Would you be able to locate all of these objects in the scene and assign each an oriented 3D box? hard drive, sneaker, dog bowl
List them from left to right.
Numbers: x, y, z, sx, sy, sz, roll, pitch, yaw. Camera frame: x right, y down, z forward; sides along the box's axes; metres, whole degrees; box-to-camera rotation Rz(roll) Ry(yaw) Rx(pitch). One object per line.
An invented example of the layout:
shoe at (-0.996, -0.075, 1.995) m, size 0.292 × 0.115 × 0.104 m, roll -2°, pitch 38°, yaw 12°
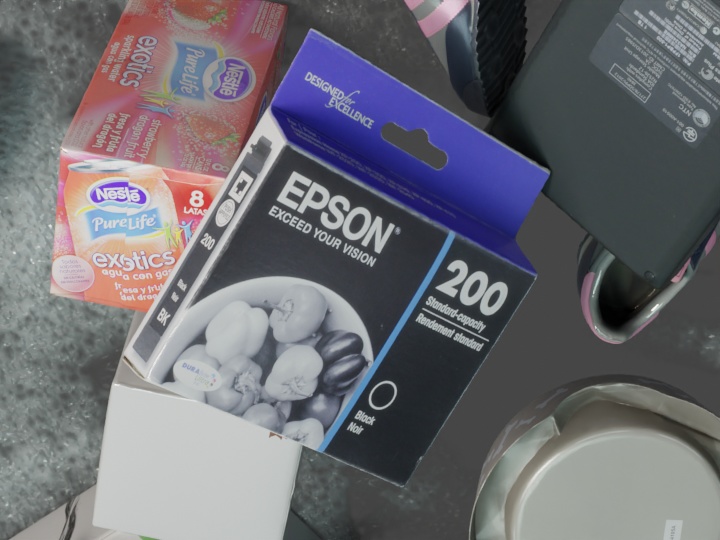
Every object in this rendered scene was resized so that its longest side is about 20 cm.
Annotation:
sneaker at (0.041, -0.177, 1.216) m, size 0.082 × 0.070 × 0.200 m, roll 8°, pitch 131°, yaw 30°
dog bowl at (0.167, 0.158, 1.404) m, size 0.200 × 0.059 × 0.200 m, roll -2°, pitch 113°, yaw -4°
hard drive at (0.162, -0.099, 1.166) m, size 0.140 × 0.033 × 0.200 m, roll 42°, pitch 134°, yaw 12°
sneaker at (0.196, -0.037, 1.266) m, size 0.070 × 0.082 × 0.200 m, roll 24°, pitch 124°, yaw -9°

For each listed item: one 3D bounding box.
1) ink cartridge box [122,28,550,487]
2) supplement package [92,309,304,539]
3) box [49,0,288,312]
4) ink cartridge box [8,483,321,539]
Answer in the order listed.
ink cartridge box at (0.000, 0.000, 1.148) m, size 0.198 × 0.043 × 0.200 m, roll 26°, pitch 96°, yaw -39°
supplement package at (-0.084, 0.061, 1.306) m, size 0.117 × 0.200 × 0.117 m, roll 12°, pitch 125°, yaw -2°
box at (-0.106, -0.073, 1.213) m, size 0.095 × 0.200 × 0.103 m, roll 10°, pitch 125°, yaw 2°
ink cartridge box at (-0.148, 0.219, 1.497) m, size 0.200 × 0.084 × 0.146 m, roll -32°, pitch 116°, yaw 26°
